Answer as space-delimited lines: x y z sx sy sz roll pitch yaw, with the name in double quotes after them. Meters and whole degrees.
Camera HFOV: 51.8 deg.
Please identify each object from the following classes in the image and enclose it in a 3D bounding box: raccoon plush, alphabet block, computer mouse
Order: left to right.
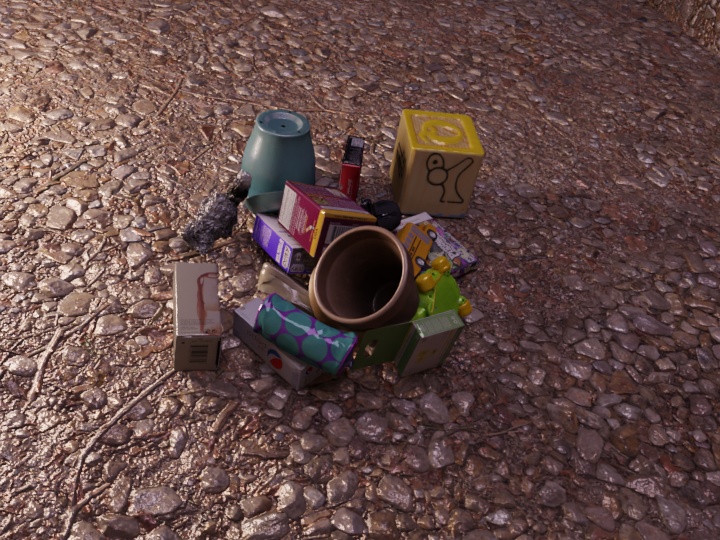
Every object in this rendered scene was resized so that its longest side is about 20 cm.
-0.327 -0.129 1.638 0.096 0.201 0.134 26 27 1 "raccoon plush"
0.062 -0.096 1.676 0.046 0.142 0.200 -11 -2 21 "computer mouse"
0.191 -0.276 1.923 0.194 0.201 0.197 3 41 -12 "alphabet block"

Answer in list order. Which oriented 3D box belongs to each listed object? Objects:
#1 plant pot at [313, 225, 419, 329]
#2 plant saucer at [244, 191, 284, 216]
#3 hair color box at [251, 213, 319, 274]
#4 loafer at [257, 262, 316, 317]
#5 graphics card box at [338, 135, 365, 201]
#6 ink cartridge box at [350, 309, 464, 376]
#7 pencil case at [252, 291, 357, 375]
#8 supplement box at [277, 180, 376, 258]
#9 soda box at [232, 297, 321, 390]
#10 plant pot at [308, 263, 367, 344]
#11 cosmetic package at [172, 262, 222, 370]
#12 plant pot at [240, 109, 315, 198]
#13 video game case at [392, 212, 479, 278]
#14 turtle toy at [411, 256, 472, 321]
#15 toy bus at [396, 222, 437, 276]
0.035 0.036 1.454 0.199 0.174 0.202 -12 64 25 "plant pot"
-0.170 -0.145 1.727 0.198 0.200 0.036 -1 83 -16 "plant saucer"
-0.150 -0.060 1.642 0.109 0.065 0.200 2 22 -33 "hair color box"
-0.132 0.061 1.560 0.199 0.069 0.076 35 5 5 "loafer"
-0.024 -0.246 1.868 0.050 0.126 0.200 7 30 -1 "graphics card box"
0.090 0.153 1.449 0.199 0.146 0.048 -13 56 -26 "ink cartridge box"
-0.102 0.118 1.391 0.199 0.085 0.093 26 58 14 "pencil case"
-0.076 -0.106 1.575 0.130 0.104 0.200 4 23 -31 "supplement box"
-0.164 0.142 1.461 0.200 0.064 0.068 38 46 25 "soda box"
-0.015 0.054 1.548 0.199 0.027 0.202 14 64 -29 "plant pot"
-0.322 0.088 1.453 0.086 0.104 0.201 1 44 -16 "cosmetic package"
-0.200 -0.285 1.836 0.198 0.189 0.201 6 39 -5 "plant pot"
0.156 -0.050 1.766 0.180 0.036 0.200 -20 54 -39 "video game case"
0.144 0.071 1.581 0.200 0.101 0.146 -42 108 -44 "turtle toy"
0.106 -0.038 1.638 0.078 0.065 0.201 37 41 -8 "toy bus"
